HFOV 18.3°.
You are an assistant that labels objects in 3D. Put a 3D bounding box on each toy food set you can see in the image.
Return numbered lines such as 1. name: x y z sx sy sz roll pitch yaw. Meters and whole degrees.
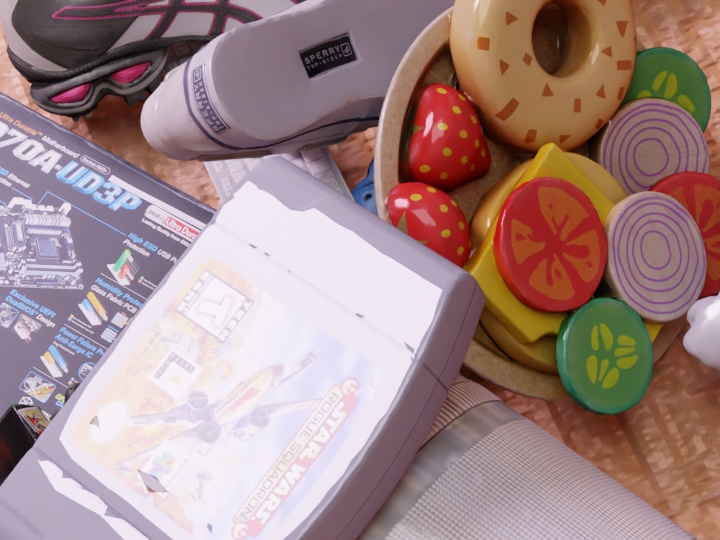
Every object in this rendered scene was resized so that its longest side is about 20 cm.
1. toy food set: 0.094 -0.038 1.026 0.198 0.049 0.200 43 61 -21

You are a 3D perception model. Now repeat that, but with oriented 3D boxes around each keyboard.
1. keyboard: -0.057 -0.077 1.094 0.056 0.011 0.200 -25 41 -2

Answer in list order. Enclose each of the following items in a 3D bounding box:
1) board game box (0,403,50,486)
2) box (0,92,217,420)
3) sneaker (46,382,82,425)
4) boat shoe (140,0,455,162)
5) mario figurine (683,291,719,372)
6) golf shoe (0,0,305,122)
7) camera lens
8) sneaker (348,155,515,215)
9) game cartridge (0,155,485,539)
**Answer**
1. board game box: -0.175 0.163 0.973 0.200 0.023 0.105 -49 65 22
2. box: -0.175 0.005 1.093 0.200 0.046 0.159 28 71 18
3. sneaker: -0.117 0.098 0.998 0.200 0.074 0.085 -41 87 12
4. boat shoe: -0.021 -0.088 1.037 0.200 0.070 0.071 -25 93 -48
5. mario figurine: 0.210 -0.002 1.035 0.106 0.123 0.200 -18 72 28
6. golf shoe: -0.085 -0.151 1.117 0.200 0.088 0.077 -28 39 -17
7. camera lens: 0.044 0.142 0.938 0.200 0.160 0.160 35 74 20
8. sneaker: 0.000 0.000 1.048 0.200 0.066 0.078 -41 101 -16
9. game cartridge: -0.047 0.060 0.890 0.133 0.042 0.200 31 80 38
